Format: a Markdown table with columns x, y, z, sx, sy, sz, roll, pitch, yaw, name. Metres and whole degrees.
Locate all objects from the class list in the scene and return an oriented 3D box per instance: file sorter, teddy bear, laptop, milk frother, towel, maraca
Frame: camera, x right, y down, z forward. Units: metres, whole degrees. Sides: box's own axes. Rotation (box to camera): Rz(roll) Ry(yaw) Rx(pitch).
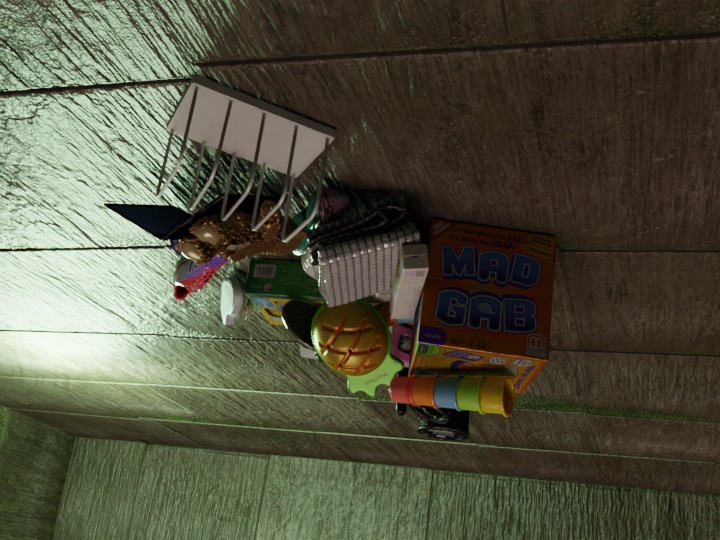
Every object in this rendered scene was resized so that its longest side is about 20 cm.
| x | y | z | sx | sy | sz | roll | pitch | yaw | name |
| --- | --- | --- | --- | --- | --- | --- | --- | --- | --- |
| -0.155 | -0.138 | 1.124 | 0.197 | 0.127 | 0.138 | 18 | 156 | -21 | file sorter |
| -0.175 | -0.058 | 1.261 | 0.197 | 0.068 | 0.145 | -15 | 157 | -26 | teddy bear |
| -0.247 | -0.103 | 1.299 | 0.198 | 0.105 | 0.177 | -30 | 171 | 24 | laptop |
| 0.174 | 0.247 | 1.842 | 0.177 | 0.192 | 0.200 | 13 | 158 | -13 | milk frother |
| 0.003 | -0.028 | 1.319 | 0.162 | 0.087 | 0.201 | -16 | 158 | -3 | towel |
| -0.005 | 0.133 | 1.499 | 0.135 | 0.107 | 0.202 | -26 | 110 | 16 | maraca |

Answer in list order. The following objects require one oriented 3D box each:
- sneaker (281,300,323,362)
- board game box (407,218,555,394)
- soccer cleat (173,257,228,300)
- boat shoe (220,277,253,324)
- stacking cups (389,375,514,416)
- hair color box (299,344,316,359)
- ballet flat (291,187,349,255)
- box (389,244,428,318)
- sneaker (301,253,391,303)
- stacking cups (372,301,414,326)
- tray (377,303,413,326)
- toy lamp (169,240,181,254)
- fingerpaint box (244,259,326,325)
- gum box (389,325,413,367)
| x | y | z | sx | sy | sz | roll | pitch | yaw | name |
| --- | --- | --- | --- | --- | --- | --- | --- | --- | --- |
| -0.078 | 0.122 | 1.586 | 0.198 | 0.077 | 0.114 | 30 | 161 | -26 | sneaker |
| 0.189 | 0.063 | 1.374 | 0.195 | 0.204 | 0.201 | 8 | 158 | 2 | board game box |
| -0.292 | 0.001 | 1.578 | 0.067 | 0.075 | 0.199 | 21 | 155 | -28 | soccer cleat |
| -0.245 | 0.058 | 1.729 | 0.061 | 0.073 | 0.200 | -12 | 167 | -17 | boat shoe |
| 0.142 | 0.196 | 1.351 | 0.197 | 0.062 | 0.060 | -3 | 155 | 31 | stacking cups |
| -0.080 | 0.137 | 1.842 | 0.098 | 0.062 | 0.201 | 8 | 158 | 1 | hair color box |
| -0.062 | -0.074 | 1.336 | 0.070 | 0.071 | 0.200 | -5 | 163 | -21 | ballet flat |
| 0.072 | 0.020 | 1.307 | 0.040 | 0.039 | 0.201 | -1 | 156 | -3 | box |
| 0.000 | 0.000 | 1.461 | 0.196 | 0.076 | 0.100 | 16 | 158 | -16 | sneaker |
| 0.081 | 0.067 | 1.548 | 0.196 | 0.062 | 0.061 | -15 | 152 | 15 | stacking cups |
| 0.141 | 0.071 | 1.635 | 0.197 | 0.038 | 0.098 | -5 | 154 | 33 | tray |
| -0.232 | -0.060 | 1.431 | 0.197 | 0.059 | 0.058 | -6 | 154 | 30 | toy lamp |
| -0.098 | 0.049 | 1.619 | 0.196 | 0.075 | 0.167 | 3 | 158 | 14 | fingerpaint box |
| 0.069 | 0.155 | 1.768 | 0.112 | 0.067 | 0.199 | 20 | 169 | -23 | gum box |
